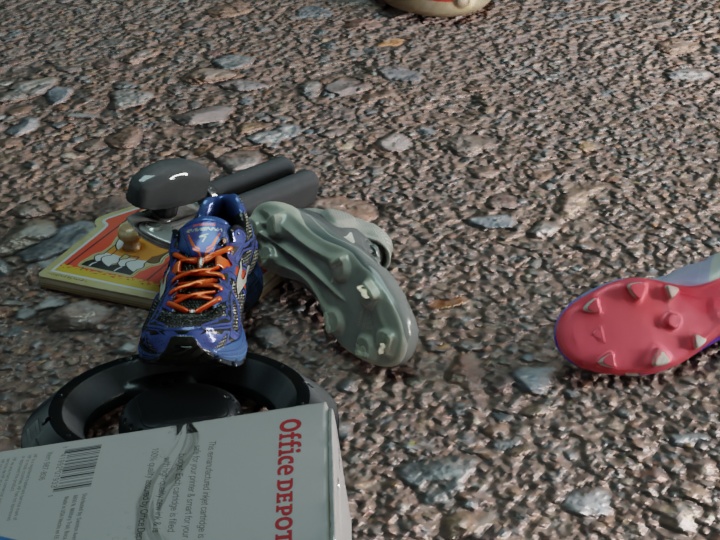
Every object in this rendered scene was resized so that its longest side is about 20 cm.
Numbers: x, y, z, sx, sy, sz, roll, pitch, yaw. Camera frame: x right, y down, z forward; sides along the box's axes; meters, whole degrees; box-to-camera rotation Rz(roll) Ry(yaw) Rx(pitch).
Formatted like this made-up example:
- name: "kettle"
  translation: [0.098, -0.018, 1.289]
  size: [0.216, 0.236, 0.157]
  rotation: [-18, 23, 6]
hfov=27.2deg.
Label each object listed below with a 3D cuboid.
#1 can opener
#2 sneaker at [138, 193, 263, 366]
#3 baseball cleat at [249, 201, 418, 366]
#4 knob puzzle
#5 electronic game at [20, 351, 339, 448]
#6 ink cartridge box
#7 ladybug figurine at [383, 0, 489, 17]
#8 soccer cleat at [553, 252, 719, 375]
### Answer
- name: "can opener"
  translation: [-0.100, -0.057, 1.142]
  size: [0.052, 0.067, 0.199]
  rotation: [31, 27, 24]
- name: "sneaker"
  translation: [-0.109, 0.006, 1.002]
  size: [0.074, 0.080, 0.200]
  rotation: [-1, 22, 1]
- name: "baseball cleat"
  translation: [0.000, 0.000, 1.075]
  size: [0.105, 0.070, 0.200]
  rotation: [-4, 33, -38]
- name: "knob puzzle"
  translation: [-0.129, -0.031, 1.187]
  size: [0.216, 0.031, 0.220]
  rotation: [-3, 28, 1]
- name: "electronic game"
  translation: [-0.111, 0.098, 0.930]
  size: [0.197, 0.042, 0.200]
  rotation: [-1, 20, 0]
- name: "ink cartridge box"
  translation: [-0.103, 0.151, 0.764]
  size: [0.197, 0.085, 0.145]
  rotation: [-9, 26, 3]
- name: "ladybug figurine"
  translation: [0.081, -0.346, 1.706]
  size: [0.134, 0.073, 0.200]
  rotation: [-13, 30, -19]
- name: "soccer cleat"
  translation: [0.219, 0.026, 1.023]
  size: [0.198, 0.068, 0.076]
  rotation: [-18, -1, -14]
